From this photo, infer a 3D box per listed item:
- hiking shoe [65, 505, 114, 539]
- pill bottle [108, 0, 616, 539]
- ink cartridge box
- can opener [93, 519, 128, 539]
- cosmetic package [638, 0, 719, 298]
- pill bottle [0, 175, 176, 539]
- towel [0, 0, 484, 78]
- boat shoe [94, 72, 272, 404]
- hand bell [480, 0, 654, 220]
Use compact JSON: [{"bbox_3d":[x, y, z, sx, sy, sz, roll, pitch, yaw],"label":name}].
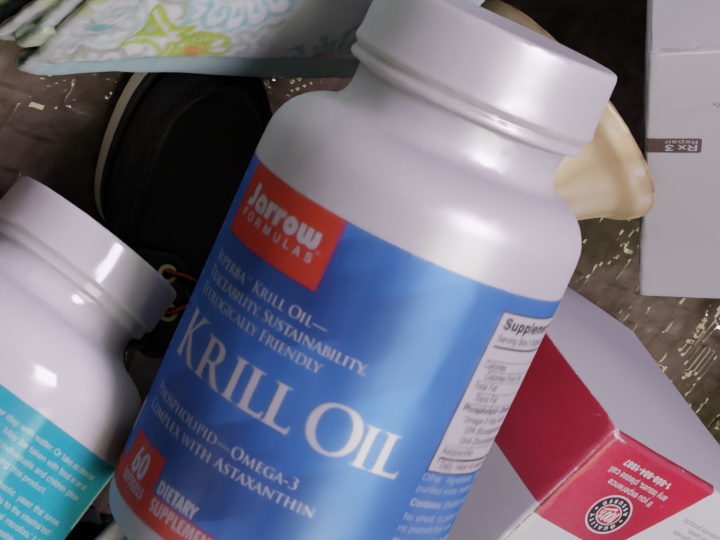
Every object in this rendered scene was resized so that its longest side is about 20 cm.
[{"bbox_3d":[-0.148,0.119,0.806,0.200,0.087,0.074,14,103,-42],"label":"hiking shoe"},{"bbox_3d":[0.004,0.010,0.674,0.112,0.112,0.200,15,103,-39],"label":"pill bottle"},{"bbox_3d":[0.045,0.113,0.884,0.200,0.145,0.145,-46,136,13],"label":"ink cartridge box"},{"bbox_3d":[-0.036,0.074,0.798,0.200,0.053,0.066,-45,180,-13],"label":"can opener"},{"bbox_3d":[0.161,-0.063,0.778,0.113,0.081,0.200,1,154,9],"label":"cosmetic package"},{"bbox_3d":[-0.150,0.066,0.706,0.200,0.111,0.111,-53,137,-8],"label":"pill bottle"},{"bbox_3d":[-0.004,-0.120,0.654,0.200,0.048,0.171,-8,159,-42],"label":"towel"},{"bbox_3d":[-0.063,0.006,0.786,0.074,0.063,0.202,-7,129,-23],"label":"boat shoe"},{"bbox_3d":[0.000,0.000,0.762,0.200,0.104,0.104,-39,138,-9],"label":"hand bell"}]
